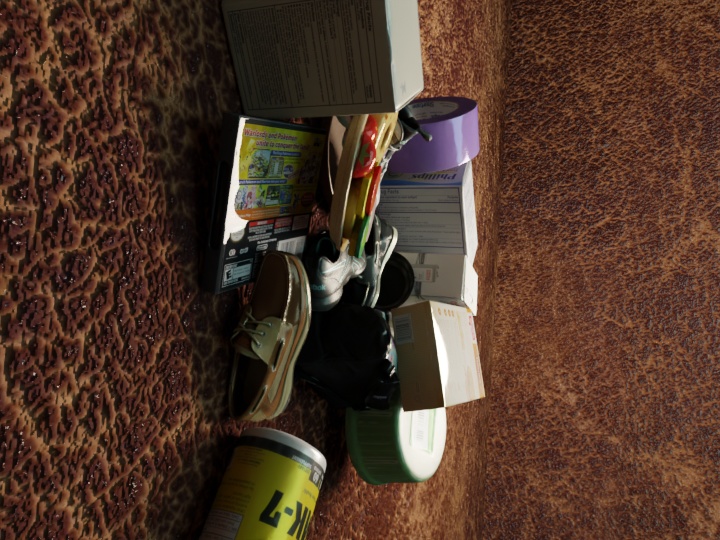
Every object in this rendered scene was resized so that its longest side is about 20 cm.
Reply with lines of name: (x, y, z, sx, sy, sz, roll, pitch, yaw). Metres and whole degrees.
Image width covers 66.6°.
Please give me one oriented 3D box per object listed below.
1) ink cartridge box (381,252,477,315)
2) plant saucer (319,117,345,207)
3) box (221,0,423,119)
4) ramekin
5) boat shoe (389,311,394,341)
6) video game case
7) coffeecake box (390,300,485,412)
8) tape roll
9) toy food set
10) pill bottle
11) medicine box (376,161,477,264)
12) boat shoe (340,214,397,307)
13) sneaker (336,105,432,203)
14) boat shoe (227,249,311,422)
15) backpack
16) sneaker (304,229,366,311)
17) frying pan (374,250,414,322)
ink cartridge box: (0.116, 0.026, 1.040, 0.146, 0.194, 0.085, 38, 58, -64)
plant saucer: (-0.023, -0.179, 0.883, 0.199, 0.033, 0.207, 2, 90, -68)
box: (-0.038, -0.251, 0.617, 0.109, 0.194, 0.131, -51, 139, -53)
ramekin: (0.068, 0.259, 0.930, 0.198, 0.096, 0.207, 17, 69, -53)
boat shoe: (0.060, 0.101, 1.029, 0.198, 0.073, 0.067, 14, 69, -42)
video game case: (-0.107, -0.081, 0.643, 0.199, 0.025, 0.186, -23, 128, -66)
coffeecake box: (0.132, 0.140, 0.899, 0.198, 0.071, 0.159, 14, 66, -59)
tape roll: (0.122, -0.257, 1.022, 0.201, 0.194, 0.087, -54, 140, -53)
toy food set: (0.003, -0.118, 0.708, 0.201, 0.047, 0.203, -71, 174, -64)
pill bottle: (-0.116, 0.291, 0.599, 0.116, 0.111, 0.204, 66, 34, -48)
medicine box: (0.133, -0.106, 1.091, 0.104, 0.177, 0.204, -61, 147, -47)
boat shoe: (0.000, 0.000, 0.926, 0.067, 0.070, 0.205, 37, 66, -44)
sneaker: (0.042, -0.183, 0.818, 0.078, 0.136, 0.204, -60, 145, -48)
boat shoe: (-0.109, 0.081, 0.627, 0.073, 0.074, 0.207, -5, 106, -58)
backpack: (-0.009, 0.130, 0.806, 0.201, 0.162, 0.130, 67, 28, -58)
sneaker: (-0.033, -0.022, 0.789, 0.201, 0.073, 0.081, -66, 163, -59)
frying pan: (0.054, 0.051, 0.947, 0.031, 0.112, 0.193, 65, 1, -63)
